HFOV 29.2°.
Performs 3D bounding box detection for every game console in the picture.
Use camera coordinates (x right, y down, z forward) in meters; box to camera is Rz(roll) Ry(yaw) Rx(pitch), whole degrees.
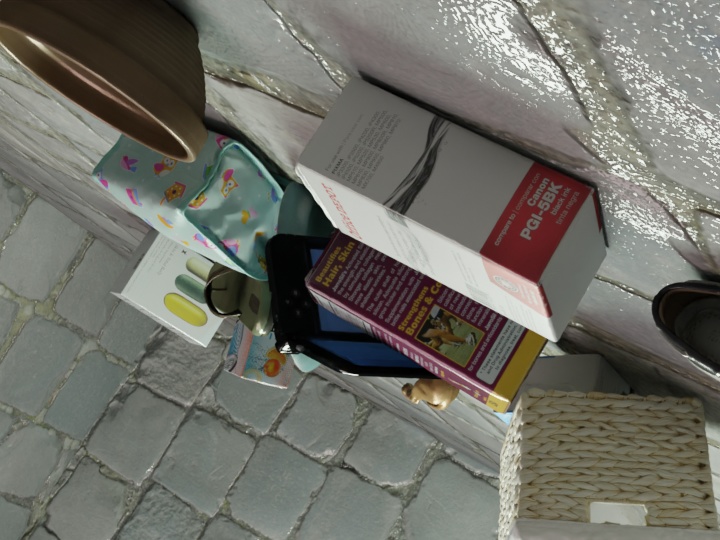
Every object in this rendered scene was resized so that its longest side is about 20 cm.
[{"bbox_3d":[0.029,0.035,1.299,0.200,0.176,0.116,6,155,-32],"label":"game console"}]

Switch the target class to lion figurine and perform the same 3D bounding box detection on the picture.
[{"bbox_3d":[0.085,0.090,1.559,0.122,0.072,0.200,38,147,61],"label":"lion figurine"}]

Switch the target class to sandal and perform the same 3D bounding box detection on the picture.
[{"bbox_3d":[-0.145,0.023,1.572,0.057,0.080,0.201,3,-172,-21],"label":"sandal"}]

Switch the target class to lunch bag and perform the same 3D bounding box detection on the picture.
[{"bbox_3d":[-0.162,-0.075,1.516,0.170,0.122,0.200,23,167,41],"label":"lunch bag"}]

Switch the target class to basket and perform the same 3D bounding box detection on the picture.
[{"bbox_3d":[0.240,0.231,1.378,0.198,0.161,0.200,3,150,1],"label":"basket"}]

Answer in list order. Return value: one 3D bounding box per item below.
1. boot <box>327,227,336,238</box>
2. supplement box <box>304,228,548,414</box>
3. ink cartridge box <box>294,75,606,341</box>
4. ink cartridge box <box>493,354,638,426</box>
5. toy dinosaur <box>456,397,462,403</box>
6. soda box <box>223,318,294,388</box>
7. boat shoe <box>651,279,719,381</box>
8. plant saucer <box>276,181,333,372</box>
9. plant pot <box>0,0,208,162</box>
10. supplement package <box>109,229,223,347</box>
[{"bbox_3d":[0.000,0.000,1.488,0.070,0.200,0.132,6,-147,4],"label":"boot"},{"bbox_3d":[0.071,0.016,1.186,0.200,0.131,0.103,31,172,9],"label":"supplement box"},{"bbox_3d":[0.070,-0.044,1.007,0.200,0.083,0.147,28,170,20],"label":"ink cartridge box"},{"bbox_3d":[0.242,0.161,1.501,0.116,0.068,0.200,-4,151,32],"label":"ink cartridge box"},{"bbox_3d":[0.076,0.103,1.932,0.102,0.077,0.200,6,150,44],"label":"toy dinosaur"},{"bbox_3d":[-0.099,0.033,1.631,0.064,0.200,0.068,17,177,-24],"label":"soda box"},{"bbox_3d":[0.273,0.054,0.909,0.060,0.074,0.200,32,-179,-34],"label":"boat shoe"},{"bbox_3d":[-0.050,0.006,1.447,0.027,0.200,0.200,-4,162,13],"label":"plant saucer"},{"bbox_3d":[-0.198,-0.181,1.137,0.201,0.093,0.201,31,172,5],"label":"plant pot"},{"bbox_3d":[-0.365,0.034,2.744,0.200,0.152,0.151,34,171,-16],"label":"supplement package"}]
